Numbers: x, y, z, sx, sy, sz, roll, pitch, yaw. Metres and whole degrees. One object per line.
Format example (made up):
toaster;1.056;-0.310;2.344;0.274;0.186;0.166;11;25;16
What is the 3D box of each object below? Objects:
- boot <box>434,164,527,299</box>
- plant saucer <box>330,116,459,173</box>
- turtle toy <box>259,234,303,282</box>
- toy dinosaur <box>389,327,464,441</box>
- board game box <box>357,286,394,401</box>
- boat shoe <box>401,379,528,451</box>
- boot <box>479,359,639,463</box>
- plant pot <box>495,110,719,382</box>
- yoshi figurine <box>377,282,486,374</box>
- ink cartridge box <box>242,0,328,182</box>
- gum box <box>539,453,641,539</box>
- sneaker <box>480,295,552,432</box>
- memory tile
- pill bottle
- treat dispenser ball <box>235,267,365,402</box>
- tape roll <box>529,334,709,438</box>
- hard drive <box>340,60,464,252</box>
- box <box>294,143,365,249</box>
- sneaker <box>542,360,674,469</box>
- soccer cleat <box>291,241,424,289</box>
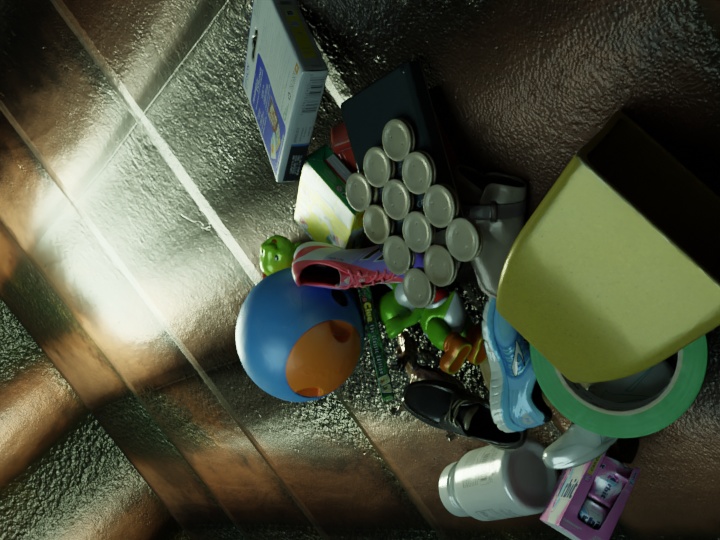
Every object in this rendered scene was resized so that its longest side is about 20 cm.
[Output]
boot;0.180;-0.045;1.009;0.196;0.071;0.148;17;121;3
plant saucer;0.055;-0.122;1.097;0.198;0.037;0.202;-7;118;50
turtle toy;-0.115;0.022;1.356;0.144;0.101;0.203;18;135;35
toy dinosaur;0.122;0.182;1.275;0.197;0.086;0.138;24;132;22
board game box;0.020;0.091;1.239;0.105;0.023;0.204;-114;11;-84
boat shoe;0.157;0.209;1.187;0.196;0.076;0.073;16;170;7
boot;0.277;0.181;1.124;0.198;0.066;0.178;-10;103;50
plant pot;0.249;-0.004;0.811;0.194;0.195;0.201;43;125;7
yoshi figurine;0.094;0.076;1.178;0.200;0.112;0.113;44;172;36
ink cartridge box;-0.109;-0.263;1.100;0.199;0.046;0.203;111;146;-51
gum box;0.308;0.307;1.085;0.065;0.115;0.200;28;170;12
sneaker;0.220;0.112;1.073;0.089;0.078;0.205;-8;88;34
memory tile;0.060;-0.068;0.971;0.202;0.017;0.154;59;137;19
pill bottle;0.215;0.342;1.292;0.115;0.114;0.200;50;145;-3
treat dispenser ball;-0.091;0.096;1.218;0.199;0.201;0.203;28;140;26
tape roll;0.299;0.088;0.930;0.197;0.048;0.205;1;93;28
hard drive;0.048;-0.139;1.003;0.138;0.032;0.204;-19;86;50
box;-0.043;-0.084;1.196;0.118;0.048;0.201;49;155;13
sneaker;0.303;0.172;0.998;0.081;0.199;0.070;53;-173;1
soccer cleat;0.000;0.000;1.133;0.195;0.074;0.069;3;121;2
